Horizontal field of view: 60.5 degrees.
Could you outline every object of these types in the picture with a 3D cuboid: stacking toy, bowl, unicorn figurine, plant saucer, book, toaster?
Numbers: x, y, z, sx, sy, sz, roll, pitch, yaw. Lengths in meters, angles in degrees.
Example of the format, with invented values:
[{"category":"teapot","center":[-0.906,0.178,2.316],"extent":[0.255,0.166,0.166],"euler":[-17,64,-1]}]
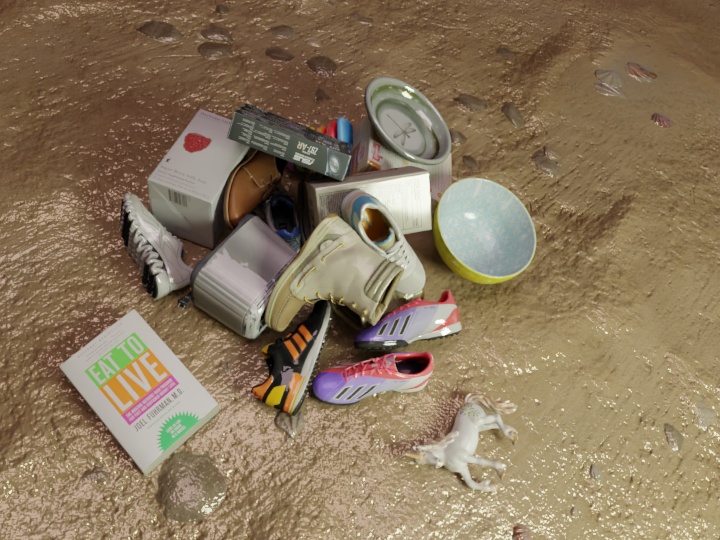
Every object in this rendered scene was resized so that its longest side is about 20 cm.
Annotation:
[{"category":"stacking toy","center":[-0.113,-0.235,1.212],"extent":[0.195,0.116,0.113],"euler":[0,92,6]},{"category":"bowl","center":[0.212,-0.056,1.137],"extent":[0.195,0.108,0.205],"euler":[7,63,-14]},{"category":"unicorn figurine","center":[0.158,0.263,0.929],"extent":[0.135,0.075,0.200],"euler":[24,37,16]},{"category":"plant saucer","center":[0.081,-0.270,1.160],"extent":[0.197,0.050,0.204],"euler":[21,50,-26]},{"category":"book","center":[-0.319,0.173,0.892],"extent":[0.199,0.048,0.133],"euler":[42,60,15]},{"category":"toaster","center":[-0.183,0.016,0.993],"extent":[0.128,0.115,0.201],"euler":[33,54,9]}]

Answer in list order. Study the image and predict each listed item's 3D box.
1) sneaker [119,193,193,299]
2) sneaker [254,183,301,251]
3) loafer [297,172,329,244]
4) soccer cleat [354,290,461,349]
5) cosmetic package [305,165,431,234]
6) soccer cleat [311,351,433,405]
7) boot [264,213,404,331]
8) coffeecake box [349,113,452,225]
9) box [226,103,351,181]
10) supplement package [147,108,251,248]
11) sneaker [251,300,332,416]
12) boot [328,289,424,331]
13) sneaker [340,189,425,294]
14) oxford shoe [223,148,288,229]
[{"category":"sneaker","center":[-0.344,-0.046,1.032],"extent":[0.080,0.075,0.202],"euler":[-16,65,-35]},{"category":"sneaker","center":[-0.146,-0.114,1.115],"extent":[0.075,0.086,0.203],"euler":[-12,57,-21]},{"category":"loafer","center":[-0.070,-0.094,1.112],"extent":[0.071,0.062,0.204],"euler":[21,47,-47]},{"category":"soccer cleat","center":[0.075,0.084,1.012],"extent":[0.196,0.068,0.075],"euler":[-9,88,-25]},{"category":"cosmetic package","center":[0.013,-0.110,1.038],"extent":[0.195,0.106,0.087],"euler":[-9,18,-14]},{"category":"soccer cleat","center":[0.021,0.160,0.961],"extent":[0.195,0.074,0.069],"euler":[-4,55,-17]},{"category":"boot","center":[-0.042,0.038,0.925],"extent":[0.154,0.072,0.202],"euler":[36,96,15]},{"category":"coffeecake box","center":[0.081,-0.200,1.200],"extent":[0.197,0.073,0.156],"euler":[25,49,-23]},{"category":"box","center":[-0.114,-0.219,1.037],"extent":[0.196,0.044,0.161],"euler":[19,17,-10]},{"category":"supplement package","center":[-0.275,-0.166,1.099],"extent":[0.119,0.121,0.203],"euler":[19,51,2]},{"category":"sneaker","center":[-0.105,0.119,0.962],"extent":[0.088,0.070,0.203],"euler":[19,54,-3]},{"category":"boot","center":[0.000,0.000,1.073],"extent":[0.153,0.073,0.202],"euler":[-23,69,-32]},{"category":"sneaker","center":[0.042,-0.034,0.978],"extent":[0.076,0.201,0.081],"euler":[-41,24,-3]},{"category":"oxford shoe","center":[-0.177,-0.151,1.062],"extent":[0.070,0.072,0.203],"euler":[6,52,19]}]
